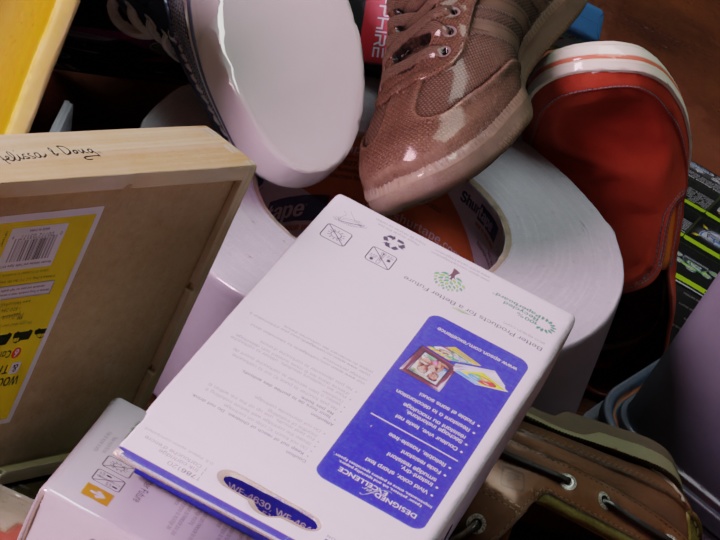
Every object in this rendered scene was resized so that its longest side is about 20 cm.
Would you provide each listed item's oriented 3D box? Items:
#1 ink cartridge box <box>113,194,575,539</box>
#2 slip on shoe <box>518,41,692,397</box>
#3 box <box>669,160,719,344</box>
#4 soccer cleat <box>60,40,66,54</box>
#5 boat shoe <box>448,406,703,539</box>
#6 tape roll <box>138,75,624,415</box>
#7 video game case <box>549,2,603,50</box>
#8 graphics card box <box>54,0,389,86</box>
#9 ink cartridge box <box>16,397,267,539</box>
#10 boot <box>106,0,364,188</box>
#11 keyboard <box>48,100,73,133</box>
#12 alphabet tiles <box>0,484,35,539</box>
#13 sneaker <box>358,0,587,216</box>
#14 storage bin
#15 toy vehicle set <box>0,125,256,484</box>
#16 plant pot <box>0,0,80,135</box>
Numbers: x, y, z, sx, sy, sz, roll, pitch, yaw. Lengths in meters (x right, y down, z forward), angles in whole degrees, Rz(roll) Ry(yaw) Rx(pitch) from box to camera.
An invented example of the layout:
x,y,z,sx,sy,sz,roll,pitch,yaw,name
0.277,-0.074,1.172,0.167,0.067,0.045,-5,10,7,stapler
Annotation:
x,y,z,sx,sy,sz,roll,pitch,yaw,name
-0.005,0.048,0.920,0.099,0.039,0.200,29,31,8,ink cartridge box
0.107,-0.020,1.199,0.074,0.200,0.061,-6,48,1,slip on shoe
0.189,0.011,1.396,0.200,0.048,0.193,31,23,9,box
-0.157,-0.134,1.125,0.086,0.200,0.070,25,10,25,soccer cleat
0.036,0.082,1.004,0.200,0.072,0.068,9,38,-21,boat shoe
0.000,0.000,1.106,0.200,0.066,0.200,14,33,-9,tape roll
-0.007,-0.126,1.303,0.143,0.018,0.200,22,-17,-38,video game case
-0.060,-0.111,1.233,0.200,0.051,0.125,9,-5,12,graphics card box
-0.008,0.110,0.899,0.200,0.037,0.095,25,17,3,ink cartridge box
-0.062,-0.110,1.123,0.073,0.090,0.200,4,62,-37,boot
-0.125,-0.007,1.047,0.011,0.056,0.200,2,22,2,keyboard
-0.044,0.126,0.884,0.200,0.015,0.196,25,21,-7,alphabet tiles
0.031,-0.094,1.106,0.076,0.070,0.200,56,31,-17,sneaker
0.211,0.035,1.180,0.145,0.134,0.200,40,36,20,storage bin
-0.123,0.016,0.896,0.026,0.124,0.200,37,23,26,toy vehicle set
-0.222,-0.111,1.005,0.194,0.196,0.200,17,12,-22,plant pot
